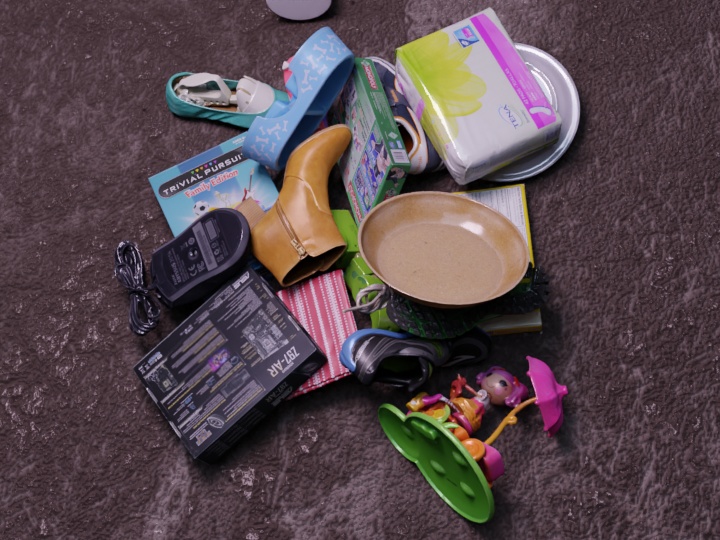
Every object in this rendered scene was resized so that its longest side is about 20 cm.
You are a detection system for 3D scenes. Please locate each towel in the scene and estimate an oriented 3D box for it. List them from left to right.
[{"bbox_3d":[-0.097,0.095,1.523,0.200,0.022,0.145,-22,63,12],"label":"towel"}]

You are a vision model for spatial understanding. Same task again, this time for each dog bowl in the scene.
[{"bbox_3d":[-0.076,-0.215,1.563,0.050,0.111,0.200,37,104,9],"label":"dog bowl"}]

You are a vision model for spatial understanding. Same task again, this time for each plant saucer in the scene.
[{"bbox_3d":[0.094,-0.017,1.412,0.200,0.035,0.200,5,41,-4],"label":"plant saucer"}]

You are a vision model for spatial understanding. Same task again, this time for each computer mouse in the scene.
[{"bbox_3d":[-0.216,-0.010,1.549,0.200,0.053,0.139,-28,62,17],"label":"computer mouse"}]

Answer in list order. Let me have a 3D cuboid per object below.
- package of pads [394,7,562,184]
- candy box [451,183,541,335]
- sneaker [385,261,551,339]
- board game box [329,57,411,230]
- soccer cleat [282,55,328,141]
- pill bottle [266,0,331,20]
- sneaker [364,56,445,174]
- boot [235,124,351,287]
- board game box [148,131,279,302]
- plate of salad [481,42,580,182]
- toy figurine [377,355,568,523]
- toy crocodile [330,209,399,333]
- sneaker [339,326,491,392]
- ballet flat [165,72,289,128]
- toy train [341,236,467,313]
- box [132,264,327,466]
[{"bbox_3d":[0.146,-0.225,1.573,0.154,0.068,0.200,-25,71,-11],"label":"package of pads"},{"bbox_3d":[0.170,-0.014,1.555,0.102,0.026,0.200,-5,65,5],"label":"candy box"},{"bbox_3d":[0.125,0.038,1.465,0.200,0.085,0.078,-7,88,-17],"label":"sneaker"},{"bbox_3d":[0.008,-0.159,1.571,0.029,0.135,0.200,0,50,-21],"label":"board game box"},{"bbox_3d":[-0.065,-0.197,1.657,0.067,0.076,0.201,-10,83,24],"label":"soccer cleat"},{"bbox_3d":[-0.088,-0.473,1.764,0.113,0.113,0.200,-3,64,7],"label":"pill bottle"},{"bbox_3d":[0.037,-0.210,1.628,0.079,0.079,0.200,-17,58,-39],"label":"sneaker"},{"bbox_3d":[-0.055,-0.079,1.543,0.201,0.071,0.144,-42,59,-2],"label":"boot"},{"bbox_3d":[-0.176,-0.069,1.622,0.151,0.047,0.200,-26,64,-5],"label":"board game box"},{"bbox_3d":[0.194,-0.211,1.635,0.200,0.048,0.201,-2,75,9],"label":"plate of salad"},{"bbox_3d":[0.151,0.171,1.437,0.184,0.150,0.200,-34,39,-23],"label":"toy figurine"},{"bbox_3d":[0.000,0.000,1.559,0.067,0.062,0.200,-6,53,-39],"label":"toy crocodile"},{"bbox_3d":[0.072,0.108,1.453,0.199,0.071,0.083,-4,40,-30],"label":"sneaker"},{"bbox_3d":[-0.180,-0.240,1.690,0.200,0.070,0.067,7,63,11],"label":"ballet flat"},{"bbox_3d":[0.033,-0.012,1.495,0.200,0.085,0.116,-17,43,-29],"label":"toy train"},{"bbox_3d":[-0.163,0.115,1.502,0.200,0.044,0.160,-42,60,0],"label":"box"}]
